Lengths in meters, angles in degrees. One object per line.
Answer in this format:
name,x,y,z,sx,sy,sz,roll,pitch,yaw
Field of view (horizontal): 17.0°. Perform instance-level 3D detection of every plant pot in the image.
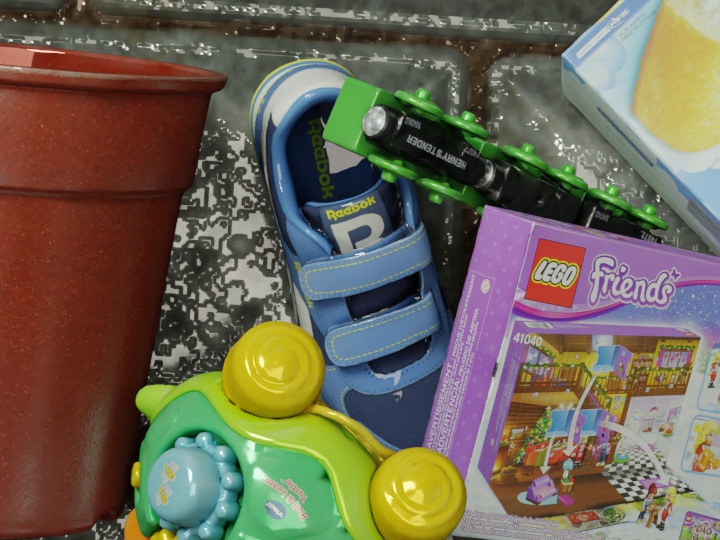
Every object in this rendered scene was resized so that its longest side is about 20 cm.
plant pot,-0.165,0.003,1.036,0.199,0.201,0.197,5,98,-5

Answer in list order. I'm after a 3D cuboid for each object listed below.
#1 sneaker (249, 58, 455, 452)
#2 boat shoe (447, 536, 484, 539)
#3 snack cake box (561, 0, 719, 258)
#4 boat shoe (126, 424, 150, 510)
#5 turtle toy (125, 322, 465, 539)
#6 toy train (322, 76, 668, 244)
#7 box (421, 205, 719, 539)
sneaker,0.000,0.000,1.095,0.073,0.082,0.201,-22,92,-7
boat shoe,0.077,0.179,1.108,0.059,0.072,0.201,-27,87,-22
snack cake box,0.202,-0.116,1.109,0.200,0.067,0.115,-43,77,-4
boat shoe,-0.044,0.160,1.096,0.202,0.075,0.075,44,114,9
turtle toy,-0.021,0.121,0.983,0.200,0.146,0.101,42,65,6
toy train,0.063,-0.038,1.068,0.199,0.056,0.042,23,91,-43
box,0.123,0.057,1.073,0.199,0.039,0.138,12,96,-35
